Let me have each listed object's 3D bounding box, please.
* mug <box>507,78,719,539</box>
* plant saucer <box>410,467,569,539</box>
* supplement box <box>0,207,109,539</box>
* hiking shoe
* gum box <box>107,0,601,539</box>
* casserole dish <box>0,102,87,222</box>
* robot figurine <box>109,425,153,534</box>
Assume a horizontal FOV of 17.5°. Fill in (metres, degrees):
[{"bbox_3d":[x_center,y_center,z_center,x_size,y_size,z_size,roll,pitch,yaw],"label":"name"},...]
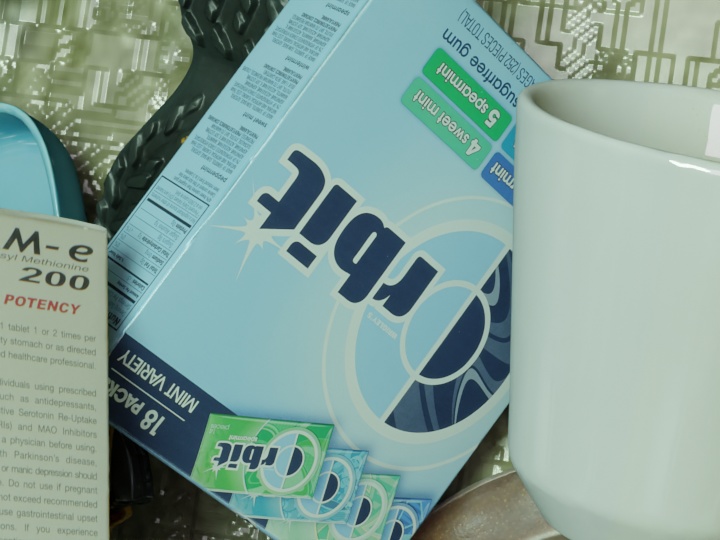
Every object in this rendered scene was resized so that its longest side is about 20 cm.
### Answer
[{"bbox_3d":[0.132,0.027,0.826,0.186,0.149,0.154,19,107,34],"label":"mug"},{"bbox_3d":[0.083,0.154,0.867,0.200,0.035,0.201,-11,44,11],"label":"plant saucer"},{"bbox_3d":[-0.145,0.089,0.787,0.126,0.073,0.201,-18,69,48],"label":"supplement box"},{"bbox_3d":[-0.042,-0.057,0.942,0.074,0.087,0.200,36,117,27],"label":"hiking shoe"},{"bbox_3d":[0.000,0.000,0.871,0.200,0.170,0.045,-53,39,-4],"label":"gum box"},{"bbox_3d":[-0.156,0.024,0.965,0.121,0.039,0.201,-12,82,32],"label":"casserole dish"},{"bbox_3d":[-0.165,0.059,0.911,0.200,0.058,0.145,49,117,25],"label":"robot figurine"}]
